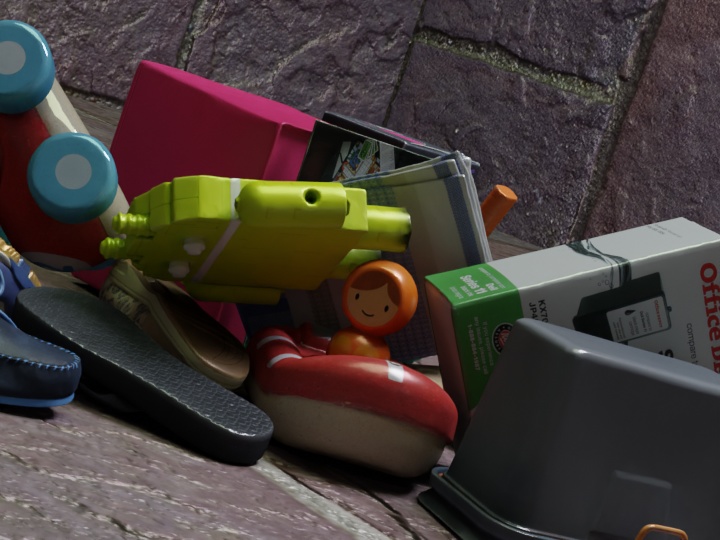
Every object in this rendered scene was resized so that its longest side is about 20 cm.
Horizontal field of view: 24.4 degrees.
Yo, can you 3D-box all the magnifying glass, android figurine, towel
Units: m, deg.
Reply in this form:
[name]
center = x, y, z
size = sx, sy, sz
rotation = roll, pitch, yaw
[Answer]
[magnifying glass]
center = 0.067, 0.008, 1.435
size = 0.022, 0.200, 0.080
rotation = 49, 24, 26
[android figurine]
center = -0.073, -0.021, 1.122
size = 0.200, 0.041, 0.182
rotation = 3, -20, -20
[towel]
center = 0.000, 0.000, 1.213
size = 0.200, 0.147, 0.024
rotation = -11, 17, 17

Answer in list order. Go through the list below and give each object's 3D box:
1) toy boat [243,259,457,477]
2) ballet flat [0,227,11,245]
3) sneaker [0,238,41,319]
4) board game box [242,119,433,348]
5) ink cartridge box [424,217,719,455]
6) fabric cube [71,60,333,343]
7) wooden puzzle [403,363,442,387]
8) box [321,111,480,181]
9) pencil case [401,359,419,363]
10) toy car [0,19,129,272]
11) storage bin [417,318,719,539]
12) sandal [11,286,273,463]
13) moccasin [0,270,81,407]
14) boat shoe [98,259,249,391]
[toy boat]
center = 0.000, 0.056, 1.124
size = 0.130, 0.131, 0.200
rotation = 17, 7, -15
[ballet flat]
center = -0.363, -0.043, 1.282
size = 0.200, 0.068, 0.075
rotation = 22, -16, -19
[sneaker]
center = -0.294, -0.002, 1.088
size = 0.075, 0.088, 0.200
rotation = -3, -32, 40
[board game box]
center = -0.016, -0.004, 1.262
size = 0.105, 0.200, 0.023
rotation = 19, 8, -2
[ink cartridge box]
center = 0.159, 0.058, 1.151
size = 0.200, 0.147, 0.083
rotation = -14, 15, -9
[fabric cube]
center = -0.085, -0.040, 1.391
size = 0.200, 0.197, 0.199
rotation = 12, 9, -45
[wooden puzzle]
center = 0.119, 0.120, 1.329
size = 0.200, 0.046, 0.185
rotation = 18, 5, 33
[box]
center = 0.007, -0.030, 1.534
size = 0.106, 0.200, 0.122
rotation = 13, 8, -43
[pencil case]
center = 0.080, 0.037, 1.378
size = 0.085, 0.092, 0.200
rotation = 44, 17, 27
[toy car]
center = -0.284, -0.052, 1.205
size = 0.177, 0.200, 0.184
rotation = 59, -9, 8
[storage bin]
center = 0.160, 0.119, 1.047
size = 0.200, 0.135, 0.146
rotation = 15, 8, -24
[sandal]
center = -0.147, 0.070, 1.042
size = 0.200, 0.043, 0.076
rotation = 32, 19, 24
[moccasin]
center = -0.254, 0.023, 0.955
size = 0.200, 0.068, 0.080
rotation = 18, 7, -9
[boat shoe]
center = -0.136, 0.050, 1.155
size = 0.073, 0.063, 0.200
rotation = 32, 3, -28
